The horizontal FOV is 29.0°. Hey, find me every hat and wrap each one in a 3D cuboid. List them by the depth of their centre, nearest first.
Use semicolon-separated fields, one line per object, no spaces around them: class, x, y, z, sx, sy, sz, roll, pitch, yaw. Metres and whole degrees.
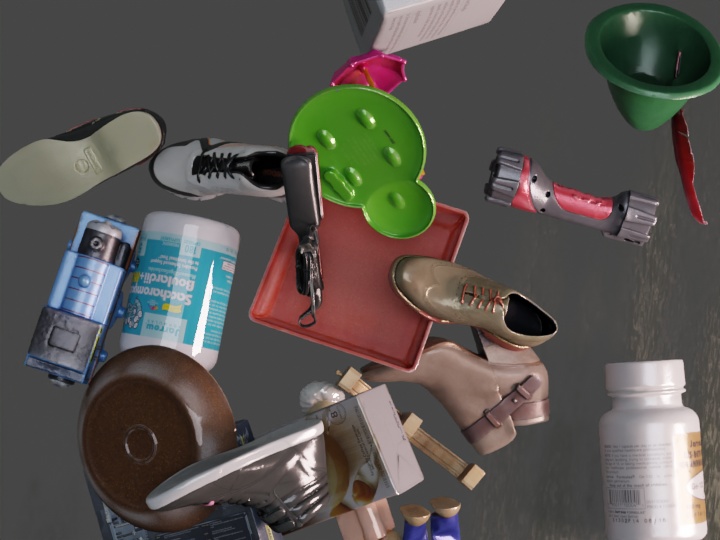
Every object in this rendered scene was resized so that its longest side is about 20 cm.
hat;0.336;-0.190;1.661;0.164;0.177;0.201;1;47;-3

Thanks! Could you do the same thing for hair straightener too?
hair straightener;-0.064;-0.028;1.485;0.041;0.077;0.201;3;111;8

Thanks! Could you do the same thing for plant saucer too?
plant saucer;-0.225;0.181;1.469;0.199;0.037;0.202;1;94;23
plant saucer;0.000;0.000;1.570;0.198;0.037;0.201;18;72;10

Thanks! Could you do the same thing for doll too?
doll;0.076;0.361;1.557;0.136;0.048;0.202;-9;101;-26

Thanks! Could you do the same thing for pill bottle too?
pill bottle;-0.203;0.042;1.540;0.110;0.111;0.202;10;84;-4
pill bottle;0.328;0.203;1.575;0.113;0.114;0.202;-3;85;-6

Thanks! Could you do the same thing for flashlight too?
flashlight;0.246;-0.088;1.618;0.199;0.068;0.068;14;81;-3

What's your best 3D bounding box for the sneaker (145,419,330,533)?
sneaker;-0.114;0.230;1.409;0.199;0.071;0.100;-19;96;-25

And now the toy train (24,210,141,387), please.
toy train;-0.302;0.032;1.529;0.086;0.114;0.201;19;84;-4

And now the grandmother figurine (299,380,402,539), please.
grandmother figurine;-0.015;0.218;1.570;0.121;0.061;0.201;-22;90;-14

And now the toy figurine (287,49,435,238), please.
toy figurine;0.023;-0.163;1.561;0.150;0.185;0.200;-26;117;25

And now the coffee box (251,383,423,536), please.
coffee box;-0.049;0.214;1.510;0.199;0.080;0.115;-25;85;25

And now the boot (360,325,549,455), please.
boot;0.116;0.141;1.589;0.199;0.070;0.147;-21;98;4

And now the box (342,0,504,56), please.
box;0.061;-0.371;1.558;0.170;0.199;0.201;-17;86;-7

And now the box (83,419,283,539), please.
box;-0.191;0.262;1.507;0.199;0.051;0.159;-19;87;24

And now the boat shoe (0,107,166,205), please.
boat shoe;-0.312;-0.127;1.571;0.200;0.063;0.074;-21;98;7

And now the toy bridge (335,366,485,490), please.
toy bridge;0.051;0.175;1.574;0.200;0.067;0.027;39;82;-3

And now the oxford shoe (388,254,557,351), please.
oxford shoe;0.126;0.028;1.510;0.199;0.075;0.071;20;73;-22

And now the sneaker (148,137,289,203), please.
sneaker;-0.146;-0.118;1.564;0.198;0.080;0.074;2;84;11
